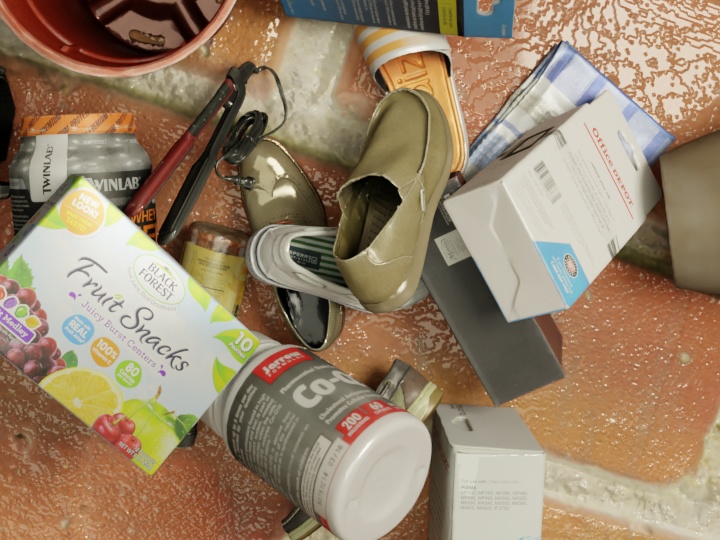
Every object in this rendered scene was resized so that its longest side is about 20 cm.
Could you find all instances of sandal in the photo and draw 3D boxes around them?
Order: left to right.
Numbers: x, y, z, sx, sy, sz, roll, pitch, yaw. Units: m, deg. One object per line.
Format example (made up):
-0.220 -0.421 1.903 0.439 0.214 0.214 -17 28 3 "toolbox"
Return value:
0.048 -0.176 0.898 0.078 0.059 0.209 -21 91 4 "sandal"

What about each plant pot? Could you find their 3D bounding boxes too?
-0.178 -0.252 0.822 0.198 0.195 0.204 0 98 -1 "plant pot"
0.349 -0.055 0.877 0.171 0.200 0.203 -6 98 17 "plant pot"

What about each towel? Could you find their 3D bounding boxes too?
0.172 -0.089 0.938 0.147 0.024 0.201 39 95 -7 "towel"

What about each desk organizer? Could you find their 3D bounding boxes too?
0.105 0.008 0.905 0.071 0.077 0.201 -26 104 20 "desk organizer"

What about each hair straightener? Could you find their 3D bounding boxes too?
-0.120 -0.100 0.885 0.077 0.041 0.201 41 59 -23 "hair straightener"

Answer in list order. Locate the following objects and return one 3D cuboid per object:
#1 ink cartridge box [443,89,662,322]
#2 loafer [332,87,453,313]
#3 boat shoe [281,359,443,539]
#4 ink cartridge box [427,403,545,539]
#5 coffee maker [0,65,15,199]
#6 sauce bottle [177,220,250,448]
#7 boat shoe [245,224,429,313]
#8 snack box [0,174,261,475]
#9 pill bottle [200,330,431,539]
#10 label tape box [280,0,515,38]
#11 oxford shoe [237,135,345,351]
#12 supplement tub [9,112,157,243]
0.168 -0.059 0.867 0.066 0.200 0.117 -20 104 46 "ink cartridge box"
0.025 -0.068 0.822 0.075 0.067 0.202 -9 60 31 "loafer"
-0.008 0.166 0.952 0.065 0.073 0.200 44 96 9 "boat shoe"
0.108 0.235 0.920 0.082 0.146 0.203 2 98 -2 "ink cartridge box"
-0.373 -0.133 0.833 0.133 0.200 0.195 -3 98 -1 "coffee maker"
-0.148 0.059 0.934 0.065 0.066 0.202 15 100 -3 "sauce bottle"
0.000 0.000 0.879 0.198 0.066 0.075 2 89 -36 "boat shoe"
-0.198 0.044 0.819 0.200 0.053 0.143 45 76 -22 "snack box"
-0.046 0.133 0.873 0.199 0.113 0.115 27 99 38 "pill bottle"
0.027 -0.248 0.807 0.197 0.143 0.067 7 79 8 "label tape box"
-0.059 -0.024 0.916 0.070 0.075 0.202 -22 97 3 "oxford shoe"
-0.236 -0.033 0.889 0.121 0.123 0.203 -3 98 0 "supplement tub"
